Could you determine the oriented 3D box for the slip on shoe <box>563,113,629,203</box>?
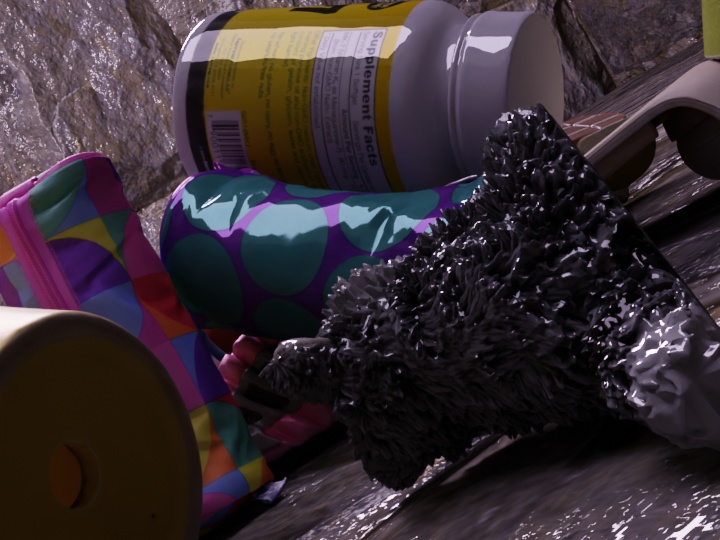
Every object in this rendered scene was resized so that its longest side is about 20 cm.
[{"bbox_3d":[0.104,-0.052,0.891,0.199,0.061,0.076,-21,18,-38],"label":"slip on shoe"}]

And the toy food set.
[{"bbox_3d":[0.137,-0.035,0.757,0.200,0.061,0.143,-41,-2,27],"label":"toy food set"}]

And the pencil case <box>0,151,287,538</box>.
[{"bbox_3d":[-0.115,0.044,0.673,0.088,0.202,0.088,-29,-7,-4],"label":"pencil case"}]

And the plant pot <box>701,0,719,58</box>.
[{"bbox_3d":[0.263,-0.236,0.753,0.185,0.203,0.187,-13,8,2],"label":"plant pot"}]

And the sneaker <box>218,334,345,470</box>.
[{"bbox_3d":[-0.008,0.050,0.777,0.200,0.079,0.096,-44,-26,-28],"label":"sneaker"}]

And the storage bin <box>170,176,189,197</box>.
[{"bbox_3d":[-0.039,-0.057,1.082,0.199,0.135,0.145,-35,-2,43],"label":"storage bin"}]

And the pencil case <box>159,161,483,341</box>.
[{"bbox_3d":[-0.005,-0.008,0.680,0.198,0.094,0.085,4,-14,34],"label":"pencil case"}]

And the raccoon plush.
[{"bbox_3d":[0.030,0.027,0.415,0.134,0.097,0.200,-39,1,10],"label":"raccoon plush"}]

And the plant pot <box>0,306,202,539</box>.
[{"bbox_3d":[-0.174,0.093,0.564,0.187,0.203,0.200,-12,13,34],"label":"plant pot"}]

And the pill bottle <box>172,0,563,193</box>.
[{"bbox_3d":[0.005,-0.091,0.766,0.198,0.116,0.114,3,19,26],"label":"pill bottle"}]

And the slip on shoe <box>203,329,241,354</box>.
[{"bbox_3d":[-0.129,0.062,0.835,0.198,0.074,0.062,-22,44,18],"label":"slip on shoe"}]

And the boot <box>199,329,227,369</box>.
[{"bbox_3d":[-0.133,0.052,0.754,0.096,0.200,0.074,-45,41,8],"label":"boot"}]
